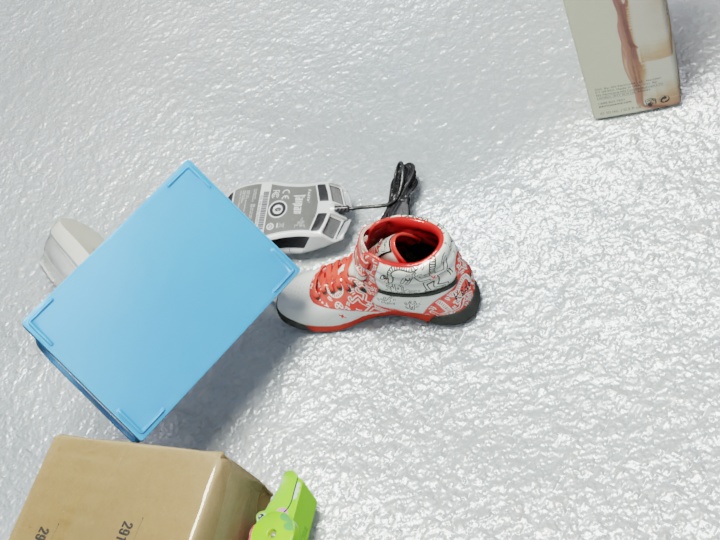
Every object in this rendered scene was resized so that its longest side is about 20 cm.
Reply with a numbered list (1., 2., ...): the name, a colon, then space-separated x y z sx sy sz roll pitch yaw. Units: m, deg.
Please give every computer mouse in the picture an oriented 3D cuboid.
1. computer mouse: -0.043 -0.052 1.114 0.196 0.044 0.111 0 61 17

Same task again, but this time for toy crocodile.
1. toy crocodile: -0.074 0.254 0.891 0.061 0.068 0.203 -2 56 23

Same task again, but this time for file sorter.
1. file sorter: -0.177 0.034 1.019 0.139 0.123 0.200 43 71 -1

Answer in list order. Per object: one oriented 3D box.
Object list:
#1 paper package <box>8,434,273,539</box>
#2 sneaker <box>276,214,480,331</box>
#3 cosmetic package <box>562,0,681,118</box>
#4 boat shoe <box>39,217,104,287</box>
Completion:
1. paper package: -0.194 0.247 0.927 0.187 0.104 0.203 2 58 26
2. sneaker: 0.001 -0.001 1.013 0.198 0.108 0.068 -1 56 23
3. cosmetic package: 0.230 -0.245 1.026 0.086 0.201 0.105 -8 53 19
4. boat shoe: -0.263 0.028 1.142 0.200 0.072 0.069 43 108 28
